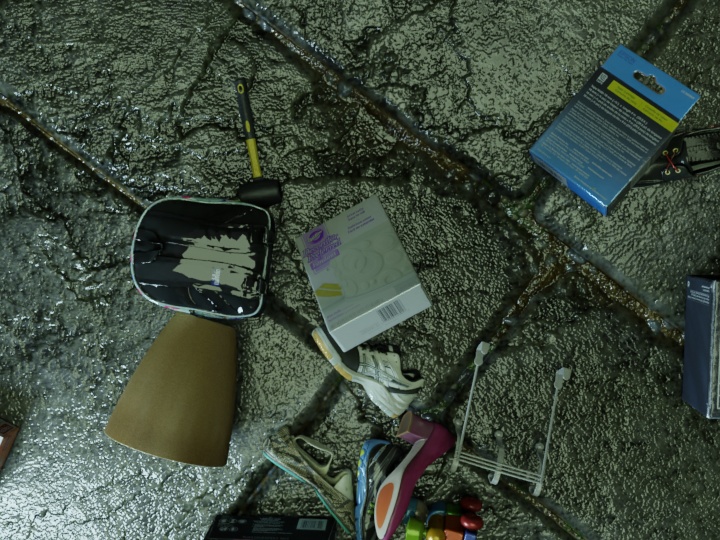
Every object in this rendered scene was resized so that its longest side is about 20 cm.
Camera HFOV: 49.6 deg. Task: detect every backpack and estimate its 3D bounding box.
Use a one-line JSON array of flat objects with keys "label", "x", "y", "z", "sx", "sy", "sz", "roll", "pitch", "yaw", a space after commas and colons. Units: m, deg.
[{"label": "backpack", "x": -0.231, "y": -0.021, "z": 1.152, "sx": 0.199, "sy": 0.151, "sz": 0.178, "roll": 6, "pitch": 88, "yaw": -6}]

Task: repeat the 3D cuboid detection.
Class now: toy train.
[{"label": "toy train", "x": 0.117, "y": 0.393, "z": 1.145, "sx": 0.115, "sy": 0.200, "sz": 0.085, "roll": 11, "pitch": 95, "yaw": 6}]

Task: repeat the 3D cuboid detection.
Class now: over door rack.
[{"label": "over door rack", "x": 0.226, "y": 0.227, "z": 1.195, "sx": 0.147, "sy": 0.067, "sz": 0.201, "roll": 16, "pitch": 82, "yaw": -2}]

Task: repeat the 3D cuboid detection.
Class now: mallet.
[{"label": "mallet", "x": -0.177, "y": -0.192, "z": 1.197, "sx": 0.066, "sy": 0.041, "sz": 0.201, "roll": -18, "pitch": 89, "yaw": 1}]

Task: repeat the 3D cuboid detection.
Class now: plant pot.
[{"label": "plant pot", "x": -0.260, "y": 0.169, "z": 1.167, "sx": 0.186, "sy": 0.186, "sz": 0.201, "roll": 17, "pitch": 84, "yaw": 1}]

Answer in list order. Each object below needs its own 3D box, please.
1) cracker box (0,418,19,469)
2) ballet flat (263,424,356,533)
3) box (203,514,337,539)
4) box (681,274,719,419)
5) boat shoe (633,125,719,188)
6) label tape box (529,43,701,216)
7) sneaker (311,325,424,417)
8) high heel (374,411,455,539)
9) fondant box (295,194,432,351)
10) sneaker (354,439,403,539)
[{"label": "cracker box", "x": -0.669, "y": 0.273, "z": 1.244, "sx": 0.199, "sy": 0.058, "sz": 0.134, "roll": 26, "pitch": 96, "yaw": 0}, {"label": "ballet flat", "x": -0.062, "y": 0.318, "z": 1.217, "sx": 0.200, "sy": 0.068, "sz": 0.075, "roll": 43, "pitch": 86, "yaw": 3}, {"label": "box", "x": -0.138, "y": 0.457, "z": 1.195, "sx": 0.199, "sy": 0.132, "sz": 0.115, "roll": 1, "pitch": 98, "yaw": 3}, {"label": "box", "x": 0.589, "y": 0.109, "z": 1.136, "sx": 0.199, "sy": 0.123, "sz": 0.199, "roll": 2, "pitch": 93, "yaw": 4}, {"label": "boat shoe", "x": 0.467, "y": -0.170, "z": 1.153, "sx": 0.201, "sy": 0.063, "sz": 0.074, "roll": -14, "pitch": 96, "yaw": 5}, {"label": "label tape box", "x": 0.367, "y": -0.202, "z": 1.132, "sx": 0.144, "sy": 0.063, "sz": 0.200, "roll": 42, "pitch": 96, "yaw": 21}, {"label": "sneaker", "x": 0.014, "y": 0.133, "z": 1.181, "sx": 0.088, "sy": 0.076, "sz": 0.200, "roll": -46, "pitch": 115, "yaw": 3}, {"label": "high heel", "x": 0.087, "y": 0.316, "z": 1.162, "sx": 0.096, "sy": 0.067, "sz": 0.201, "roll": 30, "pitch": 61, "yaw": -17}, {"label": "fondant box", "x": 0.000, "y": 0.000, "z": 1.130, "sx": 0.144, "sy": 0.200, "sz": 0.058, "roll": -29, "pitch": 136, "yaw": 5}, {"label": "sneaker", "x": 0.035, "y": 0.364, "z": 1.209, "sx": 0.082, "sy": 0.071, "sz": 0.200, "roll": 3, "pitch": 92, "yaw": 9}]
